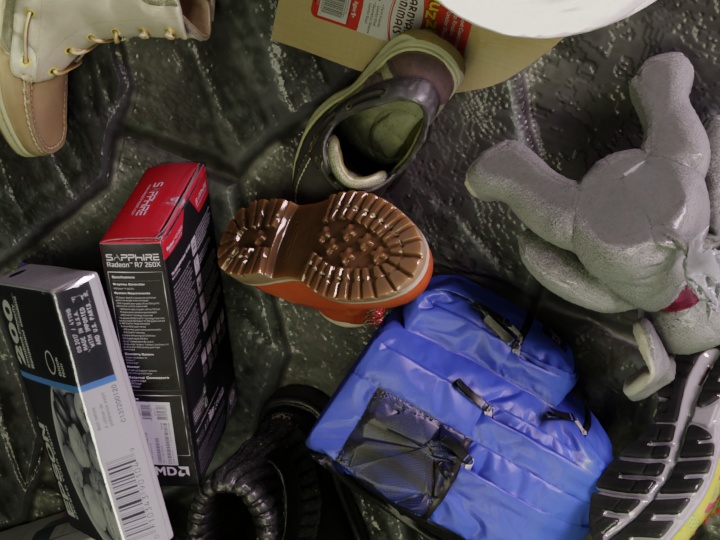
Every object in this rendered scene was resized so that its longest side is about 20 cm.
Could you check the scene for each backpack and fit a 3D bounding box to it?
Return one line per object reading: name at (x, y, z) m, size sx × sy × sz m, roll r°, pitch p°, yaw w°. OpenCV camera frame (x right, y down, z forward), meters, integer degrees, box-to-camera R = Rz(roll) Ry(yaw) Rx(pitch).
backpack at (0.084, 0.112, 1.405) m, size 0.200 × 0.163 × 0.168 m, roll 35°, pitch 103°, yaw 1°

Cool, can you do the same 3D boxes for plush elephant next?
plush elephant at (0.194, -0.012, 1.315) m, size 0.164 × 0.200 × 0.155 m, roll -34°, pitch 143°, yaw -2°

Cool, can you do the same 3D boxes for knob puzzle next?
knob puzzle at (0.055, -0.203, 1.324) m, size 0.218 × 0.030 × 0.221 m, roll 8°, pitch 120°, yaw 14°

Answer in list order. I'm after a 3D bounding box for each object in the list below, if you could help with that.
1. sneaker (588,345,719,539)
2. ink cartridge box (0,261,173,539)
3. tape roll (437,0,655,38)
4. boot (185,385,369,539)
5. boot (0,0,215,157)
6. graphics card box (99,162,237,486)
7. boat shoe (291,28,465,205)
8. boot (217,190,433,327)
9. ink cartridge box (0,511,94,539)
sneaker at (0.224, 0.140, 1.360) m, size 0.078 × 0.200 × 0.091 m, roll 2°, pitch 133°, yaw 42°
ink cartridge box at (-0.209, 0.095, 1.477) m, size 0.200 × 0.043 × 0.199 m, roll 6°, pitch 114°, yaw 66°
tape roll at (0.110, -0.243, 1.229) m, size 0.201 × 0.071 × 0.204 m, roll 1°, pitch 107°, yaw 2°
boot at (-0.061, 0.207, 1.507) m, size 0.079 × 0.158 × 0.212 m, roll -4°, pitch 115°, yaw 21°
boot at (-0.178, -0.164, 1.402) m, size 0.154 × 0.072 × 0.201 m, roll 9°, pitch 117°, yaw 15°
graphics card box at (-0.134, 0.039, 1.463) m, size 0.051 × 0.126 × 0.201 m, roll -2°, pitch 117°, yaw 12°
boat shoe at (-0.001, -0.083, 1.363) m, size 0.072 × 0.066 × 0.201 m, roll 36°, pitch 139°, yaw -7°
boot at (0.000, 0.000, 1.384) m, size 0.107 × 0.075 × 0.200 m, roll 33°, pitch 166°, yaw -33°
ink cartridge box at (-0.210, 0.252, 1.636) m, size 0.199 × 0.067 × 0.118 m, roll -19°, pitch 111°, yaw 27°
